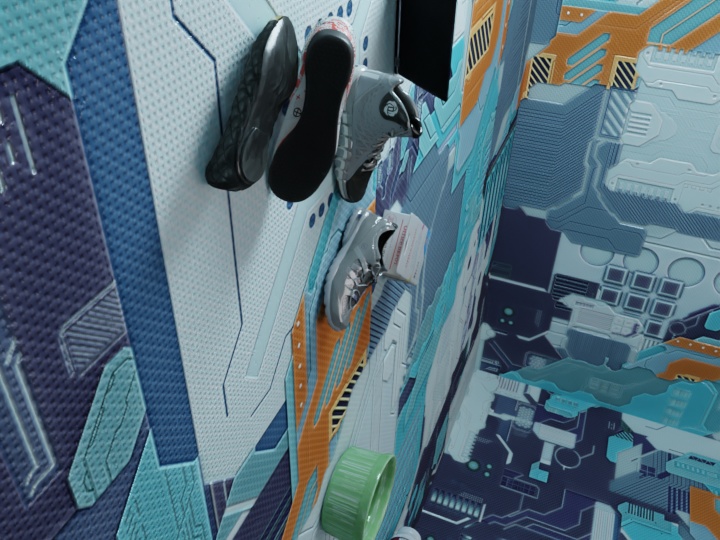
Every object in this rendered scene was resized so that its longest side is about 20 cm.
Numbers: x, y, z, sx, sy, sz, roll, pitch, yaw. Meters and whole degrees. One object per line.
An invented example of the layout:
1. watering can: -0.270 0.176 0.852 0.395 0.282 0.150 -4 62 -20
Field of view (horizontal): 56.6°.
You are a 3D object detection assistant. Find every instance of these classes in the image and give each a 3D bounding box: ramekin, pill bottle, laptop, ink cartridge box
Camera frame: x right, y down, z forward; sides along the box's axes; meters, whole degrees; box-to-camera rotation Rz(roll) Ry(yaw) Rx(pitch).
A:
1. ramekin: -0.004 0.464 1.381 0.200 0.097 0.203 15 90 -73
2. pill bottle: 0.127 0.928 2.154 0.200 0.112 0.114 -44 145 -60
3. laptop: 0.117 -0.399 1.045 0.201 0.115 0.189 -57 155 -47
4. ink cartridge box: 0.073 -0.044 1.271 0.200 0.067 0.117 27 78 -73

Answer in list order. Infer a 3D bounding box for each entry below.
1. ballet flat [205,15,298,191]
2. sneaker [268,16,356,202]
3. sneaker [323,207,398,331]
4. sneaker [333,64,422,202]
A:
1. ballet flat: -0.105 -0.170 0.654 0.067 0.056 0.202 48 50 -53
2. sneaker: -0.050 -0.183 0.759 0.108 0.066 0.203 -87 -165 -55
3. sneaker: 0.000 0.000 1.045 0.075 0.081 0.202 46 60 -70
4. sneaker: 0.028 -0.177 0.935 0.075 0.114 0.202 -53 151 -52
